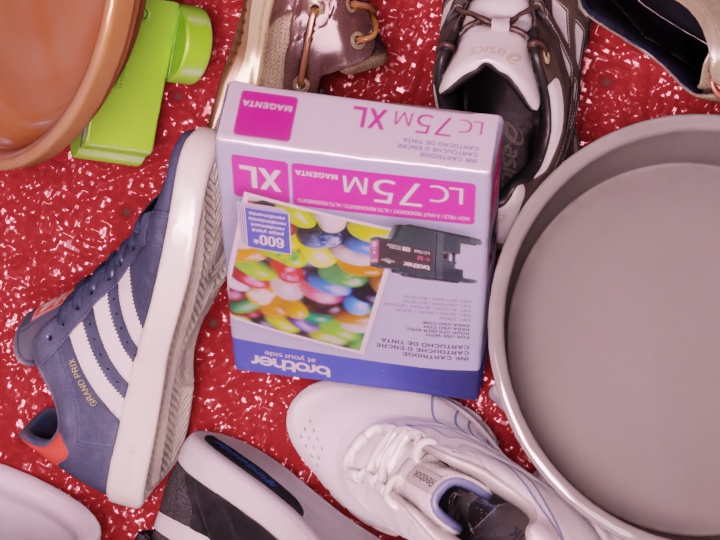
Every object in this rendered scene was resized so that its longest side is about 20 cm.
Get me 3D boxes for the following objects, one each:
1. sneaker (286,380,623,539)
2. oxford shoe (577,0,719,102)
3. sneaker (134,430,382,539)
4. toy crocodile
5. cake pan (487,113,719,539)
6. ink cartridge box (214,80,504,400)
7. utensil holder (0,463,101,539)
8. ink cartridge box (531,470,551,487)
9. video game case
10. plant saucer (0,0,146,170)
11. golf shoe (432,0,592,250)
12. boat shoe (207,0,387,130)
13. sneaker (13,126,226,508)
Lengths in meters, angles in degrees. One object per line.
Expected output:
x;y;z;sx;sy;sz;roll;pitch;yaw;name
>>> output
0.037;0.096;1.066;0.200;0.087;0.075;26;84;38;sneaker
0.188;-0.088;1.051;0.200;0.070;0.075;32;54;21;oxford shoe
-0.032;0.169;1.082;0.200;0.073;0.112;36;106;43;sneaker
-0.109;-0.150;1.113;0.067;0.062;0.200;2;100;-28;toy crocodile
0.153;0.031;1.040;0.200;0.037;0.200;1;79;-6;cake pan
0.000;0.000;1.048;0.119;0.200;0.042;8;55;6;ink cartridge box
-0.226;0.194;1.090;0.170;0.170;0.200;16;97;6;utensil holder
0.134;0.181;1.105;0.200;0.041;0.200;-35;86;8;ink cartridge box
0.191;0.047;1.072;0.182;0.023;0.200;43;78;3;video game case
-0.156;-0.147;1.081;0.200;0.037;0.200;4;95;49;plant saucer
0.071;-0.111;1.070;0.078;0.094;0.200;-4;83;9;golf shoe
-0.021;-0.113;1.101;0.072;0.072;0.200;18;99;-1;boat shoe
-0.116;0.016;1.091;0.084;0.075;0.200;22;116;11;sneaker
